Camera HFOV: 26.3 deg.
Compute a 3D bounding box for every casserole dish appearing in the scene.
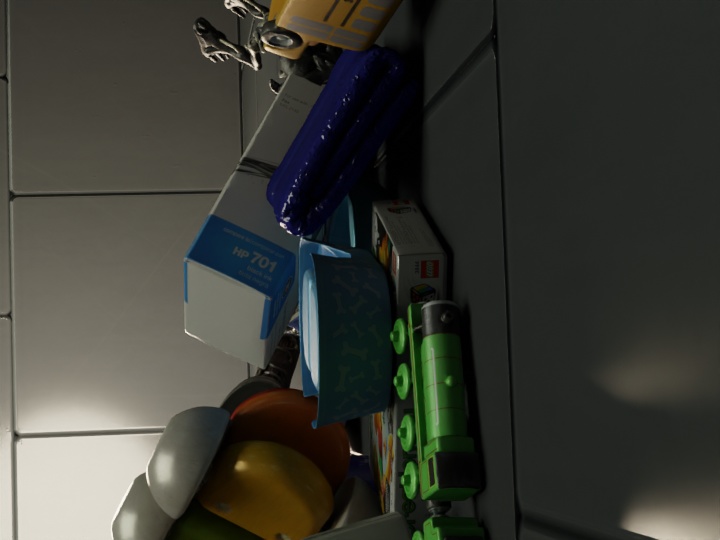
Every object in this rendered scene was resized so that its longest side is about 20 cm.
[{"bbox_3d":[0.000,0.000,1.249,0.200,0.038,0.122,108,159,-67],"label":"casserole dish"}]

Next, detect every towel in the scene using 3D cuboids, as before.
[{"bbox_3d":[-0.015,-0.097,1.136,0.149,0.049,0.200,-60,9,5],"label":"towel"}]

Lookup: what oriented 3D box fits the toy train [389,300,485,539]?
[{"bbox_3d":[0.048,0.109,0.900,0.056,0.041,0.202,128,141,-63],"label":"toy train"}]

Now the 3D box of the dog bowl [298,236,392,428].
[{"bbox_3d":[-0.012,0.038,1.036,0.200,0.049,0.113,-129,38,-80],"label":"dog bowl"}]

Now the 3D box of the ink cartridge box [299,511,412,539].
[{"bbox_3d":[0.002,0.267,1.001,0.201,0.085,0.149,103,149,-58],"label":"ink cartridge box"}]

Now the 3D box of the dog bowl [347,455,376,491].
[{"bbox_3d":[-0.020,0.257,1.298,0.200,0.078,0.202,178,90,-83],"label":"dog bowl"}]

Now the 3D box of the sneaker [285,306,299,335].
[{"bbox_3d":[-0.050,0.031,1.485,0.200,0.078,0.076,138,131,-81],"label":"sneaker"}]

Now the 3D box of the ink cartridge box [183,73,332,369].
[{"bbox_3d":[-0.072,-0.041,1.314,0.147,0.085,0.201,102,-165,-63],"label":"ink cartridge box"}]

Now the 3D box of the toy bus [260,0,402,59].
[{"bbox_3d":[-0.009,-0.199,0.998,0.200,0.077,0.066,135,145,-69],"label":"toy bus"}]

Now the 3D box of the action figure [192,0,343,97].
[{"bbox_3d":[-0.061,-0.209,1.447,0.199,0.102,0.120,31,97,37],"label":"action figure"}]

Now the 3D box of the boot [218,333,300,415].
[{"bbox_3d":[-0.095,0.114,1.525,0.201,0.069,0.175,111,178,-49],"label":"boot"}]

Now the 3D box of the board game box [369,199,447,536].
[{"bbox_3d":[0.030,0.066,1.038,0.126,0.034,0.202,-112,21,-72],"label":"board game box"}]

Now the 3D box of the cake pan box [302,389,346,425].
[{"bbox_3d":[-0.067,0.205,1.507,0.200,0.052,0.186,120,174,-74],"label":"cake pan box"}]

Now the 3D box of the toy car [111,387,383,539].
[{"bbox_3d":[-0.075,0.164,1.143,0.200,0.174,0.151,-56,10,43],"label":"toy car"}]
